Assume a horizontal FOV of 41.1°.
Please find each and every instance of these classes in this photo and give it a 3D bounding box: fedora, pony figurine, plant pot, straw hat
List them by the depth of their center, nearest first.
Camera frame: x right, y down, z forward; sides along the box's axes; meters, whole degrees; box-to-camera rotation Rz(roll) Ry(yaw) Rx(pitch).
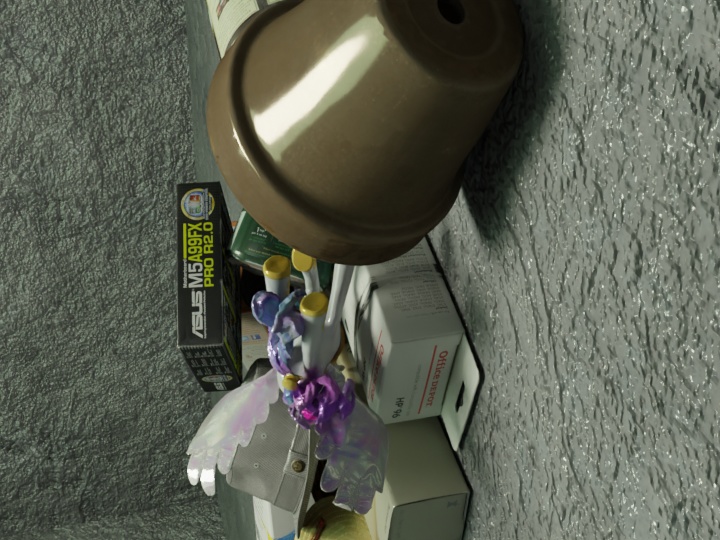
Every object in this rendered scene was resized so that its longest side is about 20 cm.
[{"bbox_3d":[0.015,-0.126,0.649,0.174,0.198,0.202,-37,60,54],"label":"plant pot"},{"bbox_3d":[-0.044,0.084,0.785,0.194,0.165,0.202,-65,-19,-50],"label":"pony figurine"},{"bbox_3d":[0.018,0.316,0.970,0.200,0.084,0.203,-6,83,52],"label":"straw hat"},{"bbox_3d":[-0.090,0.168,0.987,0.177,0.089,0.202,-92,15,-60],"label":"fedora"}]

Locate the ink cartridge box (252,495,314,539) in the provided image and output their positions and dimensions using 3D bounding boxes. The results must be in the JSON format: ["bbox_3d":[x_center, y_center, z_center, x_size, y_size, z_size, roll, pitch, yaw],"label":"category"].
[{"bbox_3d":[-0.085,0.300,1.200,0.145,0.083,0.202,-150,54,-72],"label":"ink cartridge box"}]

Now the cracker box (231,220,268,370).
[{"bbox_3d":[-0.118,0.050,1.181,0.201,0.057,0.135,69,-163,-52],"label":"cracker box"}]

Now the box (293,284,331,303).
[{"bbox_3d":[-0.064,-0.040,1.023,0.039,0.041,0.202,80,178,-82],"label":"box"}]

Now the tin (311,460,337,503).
[{"bbox_3d":[-0.019,0.185,1.069,0.112,0.042,0.201,-54,33,19],"label":"tin"}]

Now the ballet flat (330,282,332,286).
[{"bbox_3d":[-0.037,-0.004,1.127,0.200,0.067,0.073,169,114,-76],"label":"ballet flat"}]

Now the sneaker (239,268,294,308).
[{"bbox_3d":[-0.075,-0.030,1.106,0.201,0.075,0.116,-60,0,-18],"label":"sneaker"}]

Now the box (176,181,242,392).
[{"bbox_3d":[-0.150,0.023,0.966,0.200,0.044,0.162,95,173,-72],"label":"box"}]

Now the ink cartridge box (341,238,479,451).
[{"bbox_3d":[0.034,0.051,0.842,0.117,0.067,0.201,98,159,-46],"label":"ink cartridge box"}]

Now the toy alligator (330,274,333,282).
[{"bbox_3d":[0.000,0.000,0.997,0.054,0.059,0.202,-10,-89,-62],"label":"toy alligator"}]

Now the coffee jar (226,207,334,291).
[{"bbox_3d":[-0.052,-0.088,0.923,0.085,0.103,0.202,116,172,-83],"label":"coffee jar"}]

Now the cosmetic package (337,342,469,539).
[{"bbox_3d":[0.031,0.168,0.900,0.201,0.072,0.104,-112,21,-50],"label":"cosmetic package"}]

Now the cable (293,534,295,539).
[{"bbox_3d":[-0.009,0.353,1.075,0.163,0.050,0.202,-15,87,51],"label":"cable"}]

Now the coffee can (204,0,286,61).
[{"bbox_3d":[-0.088,-0.272,1.021,0.147,0.145,0.201,99,160,-47],"label":"coffee can"}]
